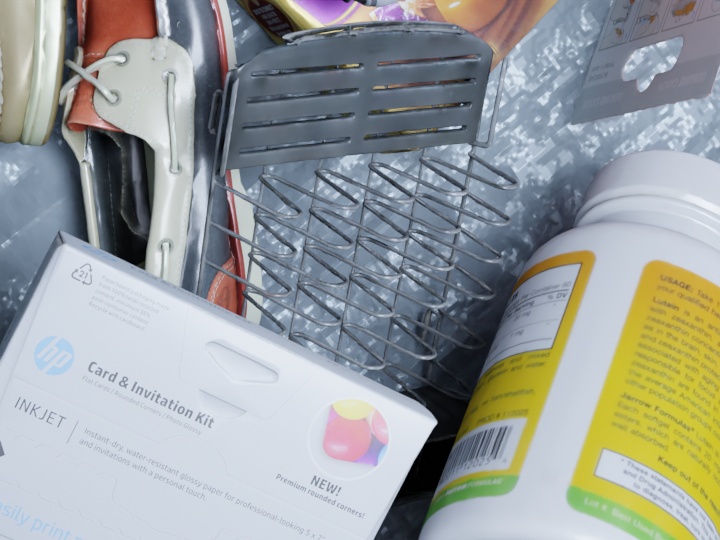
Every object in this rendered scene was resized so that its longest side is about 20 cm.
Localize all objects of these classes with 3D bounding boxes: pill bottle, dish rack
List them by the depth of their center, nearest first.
[{"bbox_3d":[0.103,0.052,0.876,0.111,0.111,0.200,35,54,-16],"label":"pill bottle"},{"bbox_3d":[0.000,0.000,0.888,0.153,0.055,0.200,-10,119,-39],"label":"dish rack"}]

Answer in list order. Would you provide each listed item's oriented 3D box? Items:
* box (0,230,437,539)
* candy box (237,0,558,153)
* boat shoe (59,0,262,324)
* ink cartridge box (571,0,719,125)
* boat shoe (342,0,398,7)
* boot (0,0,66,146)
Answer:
[{"bbox_3d":[-0.087,0.108,0.818,0.156,0.041,0.200,26,94,-13],"label":"box"},{"bbox_3d":[-0.012,-0.159,0.932,0.200,0.056,0.117,46,78,-12],"label":"candy box"},{"bbox_3d":[-0.089,-0.059,0.894,0.063,0.071,0.200,-16,101,-37],"label":"boat shoe"},{"bbox_3d":[0.165,-0.155,0.936,0.057,0.163,0.200,16,85,-14],"label":"ink cartridge box"},{"bbox_3d":[-0.051,-0.183,0.856,0.066,0.070,0.200,-30,99,-8],"label":"boat shoe"},{"bbox_3d":[-0.197,-0.140,0.861,0.155,0.072,0.200,-8,90,-18],"label":"boot"}]
